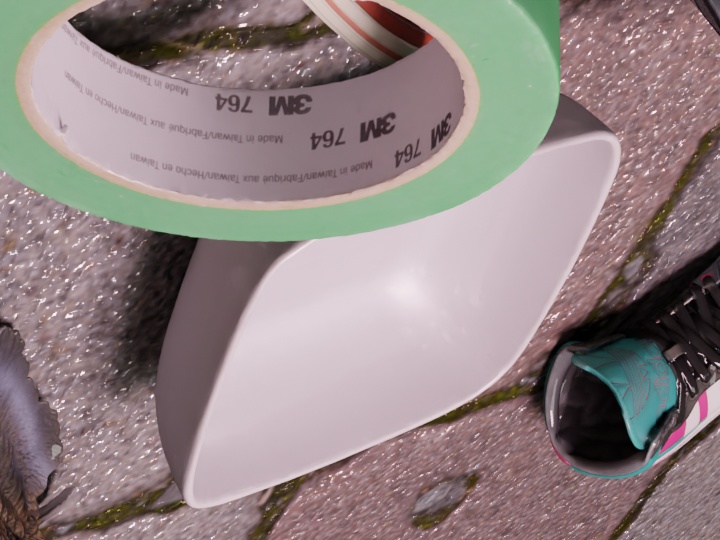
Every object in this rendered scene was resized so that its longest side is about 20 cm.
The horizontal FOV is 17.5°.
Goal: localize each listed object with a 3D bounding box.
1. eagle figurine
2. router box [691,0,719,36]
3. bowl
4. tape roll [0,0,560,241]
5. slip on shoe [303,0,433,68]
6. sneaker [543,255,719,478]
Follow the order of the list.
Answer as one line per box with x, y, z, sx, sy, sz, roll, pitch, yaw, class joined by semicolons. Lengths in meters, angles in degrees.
-0.168;0.120;0.975;0.200;0.150;0.152;49;50;-36;eagle figurine
0.178;-0.181;0.940;0.150;0.062;0.200;-39;154;7;router box
0.000;0.000;1.007;0.199;0.075;0.200;-20;149;-31;bowl
-0.035;-0.075;0.751;0.199;0.048;0.201;1;154;1;tape roll
-0.008;-0.125;0.798;0.061;0.074;0.200;-42;149;4;slip on shoe
0.173;0.048;1.302;0.200;0.084;0.121;-49;161;26;sneaker
